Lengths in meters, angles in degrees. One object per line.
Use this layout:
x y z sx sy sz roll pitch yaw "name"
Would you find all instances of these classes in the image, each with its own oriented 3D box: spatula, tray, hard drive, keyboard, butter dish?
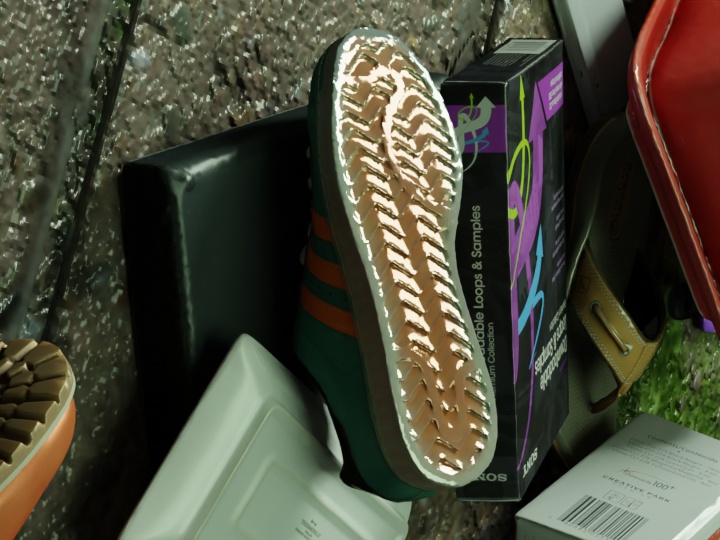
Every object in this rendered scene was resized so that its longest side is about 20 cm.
0.199 0.013 1.260 0.200 0.021 0.057 -7 103 -73 "spatula"
-0.031 0.113 0.966 0.107 0.022 0.200 -59 148 -12 "tray"
-0.023 -0.002 0.983 0.200 0.033 0.140 -23 115 -49 "hard drive"
0.112 -0.166 1.152 0.056 0.011 0.200 -53 135 -40 "keyboard"
0.240 -0.073 1.177 0.200 0.148 0.200 66 27 -20 "butter dish"

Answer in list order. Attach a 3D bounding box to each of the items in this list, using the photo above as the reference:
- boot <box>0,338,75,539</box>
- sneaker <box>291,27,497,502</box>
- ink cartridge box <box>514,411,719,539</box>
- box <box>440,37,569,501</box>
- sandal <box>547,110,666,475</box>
-0.161 0.119 0.799 0.200 0.075 0.107 -53 138 -21 "boot"
0.000 0.000 0.939 0.071 0.080 0.200 0 77 -38 "sneaker"
0.157 0.190 1.188 0.176 0.084 0.200 -31 131 -46 "ink cartridge box"
0.073 -0.004 1.068 0.143 0.036 0.200 -43 133 -69 "box"
0.138 0.016 1.178 0.082 0.055 0.200 14 89 -53 "sandal"
